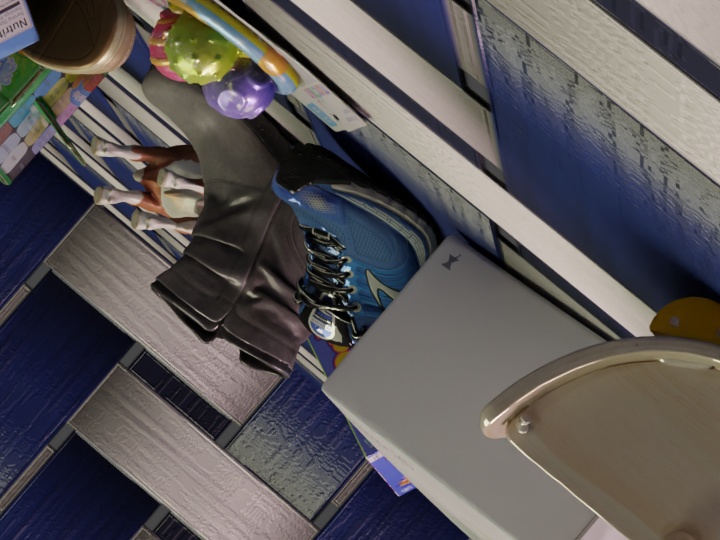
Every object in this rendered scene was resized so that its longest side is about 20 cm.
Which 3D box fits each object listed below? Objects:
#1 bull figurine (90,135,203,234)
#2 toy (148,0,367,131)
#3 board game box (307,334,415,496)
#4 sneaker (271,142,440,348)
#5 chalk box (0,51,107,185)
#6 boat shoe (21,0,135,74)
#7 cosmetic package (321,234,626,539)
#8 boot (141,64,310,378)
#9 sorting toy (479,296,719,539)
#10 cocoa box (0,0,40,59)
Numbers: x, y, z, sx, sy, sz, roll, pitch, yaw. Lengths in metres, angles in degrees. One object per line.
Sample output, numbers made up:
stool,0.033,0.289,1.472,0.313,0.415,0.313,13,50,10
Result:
bull figurine,-0.129,-0.059,2.128,0.121,0.065,0.200,5,-174,-31
toy,-0.093,-0.126,1.529,0.200,0.047,0.115,42,176,-7
board game box,-0.009,0.042,1.915,0.200,0.045,0.134,63,-178,18
sneaker,0.000,0.000,1.676,0.079,0.089,0.200,35,172,39
chalk box,-0.278,-0.156,2.175,0.200,0.124,0.124,39,173,11
boat shoe,-0.182,-0.160,1.796,0.065,0.072,0.200,28,180,-34
cosmetic package,0.116,0.113,1.614,0.199,0.123,0.200,36,171,40
boot,-0.091,-0.034,1.796,0.200,0.132,0.070,39,175,18
sorting toy,0.171,0.096,1.280,0.200,0.107,0.180,39,-178,13
cocoa box,-0.306,-0.194,1.769,0.200,0.133,0.131,36,150,56
